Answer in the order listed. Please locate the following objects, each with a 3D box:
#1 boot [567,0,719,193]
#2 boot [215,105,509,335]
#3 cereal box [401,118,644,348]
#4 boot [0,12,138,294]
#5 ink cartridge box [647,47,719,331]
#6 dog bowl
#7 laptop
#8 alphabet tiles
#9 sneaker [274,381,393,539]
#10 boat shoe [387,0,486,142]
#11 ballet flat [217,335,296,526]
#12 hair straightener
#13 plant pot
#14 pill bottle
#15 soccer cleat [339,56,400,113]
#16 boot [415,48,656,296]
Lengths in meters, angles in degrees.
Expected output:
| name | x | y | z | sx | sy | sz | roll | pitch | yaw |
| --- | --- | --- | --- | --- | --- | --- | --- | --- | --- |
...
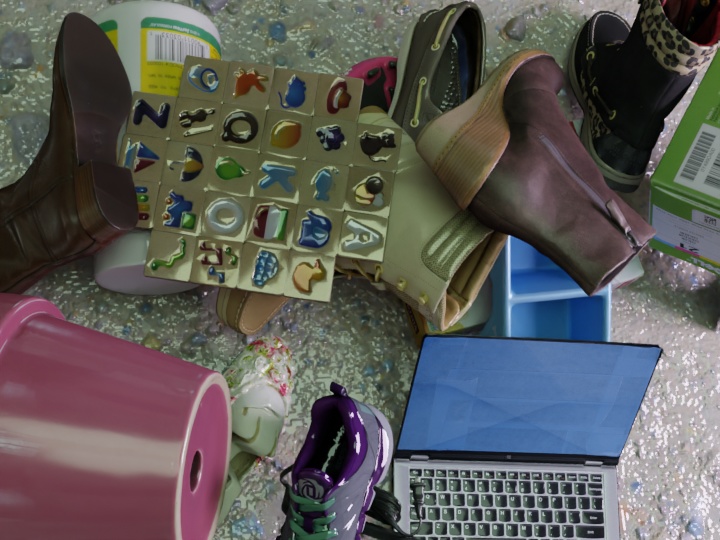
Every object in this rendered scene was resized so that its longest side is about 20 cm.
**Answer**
| name | x | y | z | sx | sy | sz | roll | pitch | yaw |
| --- | --- | --- | --- | --- | --- | --- | --- | --- | --- |
| boot | 0.227 | -0.180 | 1.047 | 0.072 | 0.151 | 0.202 | 17 | 46 | -7 |
| boot | 0.000 | 0.000 | 0.955 | 0.155 | 0.073 | 0.200 | 42 | 92 | 23 |
| cereal box | 0.118 | -0.033 | 1.067 | 0.198 | 0.040 | 0.146 | -16 | 78 | -15 |
| boot | -0.252 | -0.067 | 0.942 | 0.064 | 0.199 | 0.189 | 23 | 49 | -47 |
| ink cartridge box | 0.293 | -0.062 | 1.047 | 0.075 | 0.201 | 0.149 | 23 | 69 | 21 |
| dog bowl | 0.143 | 0.014 | 1.008 | 0.110 | 0.050 | 0.203 | -5 | 101 | -17 |
| laptop | 0.124 | 0.162 | 0.973 | 0.184 | 0.116 | 0.203 | 3 | 74 | -10 |
| alphabet tiles | -0.074 | -0.067 | 0.923 | 0.197 | 0.006 | 0.169 | 8 | 74 | 1 |
| sneaker | -0.036 | 0.179 | 0.897 | 0.073 | 0.088 | 0.203 | 5 | 70 | 22 |
| boat shoe | 0.061 | -0.116 | 1.020 | 0.071 | 0.059 | 0.203 | 22 | 67 | -31 |
| ballet flat | -0.098 | 0.140 | 0.957 | 0.076 | 0.064 | 0.201 | 43 | 72 | -34 |
| hair straightener | 0.024 | 0.185 | 0.951 | 0.198 | 0.041 | 0.078 | 24 | 85 | 26 |
| plant pot | -0.185 | 0.121 | 0.858 | 0.176 | 0.200 | 0.203 | 6 | 72 | 8 |
| pill bottle | -0.160 | -0.090 | 0.989 | 0.111 | 0.113 | 0.203 | 0 | 74 | -11 |
| soccer cleat | -0.028 | -0.122 | 1.050 | 0.199 | 0.086 | 0.071 | -32 | 112 | -39 |
| boot | 0.142 | -0.072 | 0.939 | 0.166 | 0.073 | 0.200 | 39 | 40 | 10 |
